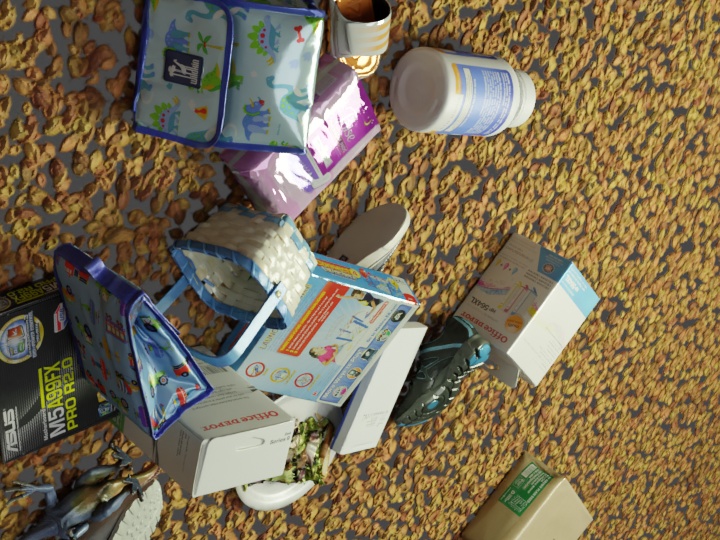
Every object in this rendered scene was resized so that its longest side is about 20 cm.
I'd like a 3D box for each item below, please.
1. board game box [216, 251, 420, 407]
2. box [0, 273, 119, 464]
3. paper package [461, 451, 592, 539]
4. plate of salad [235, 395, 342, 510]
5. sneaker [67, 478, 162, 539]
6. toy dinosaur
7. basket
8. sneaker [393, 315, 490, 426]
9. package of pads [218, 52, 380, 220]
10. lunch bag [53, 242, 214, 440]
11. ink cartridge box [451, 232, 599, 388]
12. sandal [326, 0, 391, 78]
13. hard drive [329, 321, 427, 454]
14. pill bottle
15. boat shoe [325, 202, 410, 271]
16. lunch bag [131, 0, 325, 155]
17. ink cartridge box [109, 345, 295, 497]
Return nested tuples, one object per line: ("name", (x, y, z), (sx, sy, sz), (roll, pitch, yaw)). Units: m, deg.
("board game box", (-0.056, 0.079, 1.755), (0.195, 0.056, 0.200), (17, 121, -39))
("box", (-0.361, 0.106, 1.541), (0.160, 0.044, 0.201), (-22, 128, -37))
("paper package", (0.299, 0.461, 2.386), (0.200, 0.103, 0.191), (-48, 139, -11))
("plate of salad", (-0.095, 0.260, 1.905), (0.199, 0.048, 0.201), (-25, 130, -33))
("sneaker", (-0.328, 0.341, 1.704), (0.200, 0.080, 0.077), (-54, 141, -38))
("toy dinosaur", (-0.349, 0.311, 1.653), (0.181, 0.105, 0.200), (-40, 153, 10))
("basket", (-0.157, 0.023, 1.599), (0.200, 0.176, 0.140), (-48, 131, -25))
("sneaker", (0.115, 0.158, 2.044), (0.200, 0.082, 0.073), (-49, 150, 18))
("package of pads", (-0.072, -0.158, 1.651), (0.200, 0.075, 0.121), (-46, 141, -15))
("lunch bag", (-0.266, 0.063, 1.462), (0.094, 0.150, 0.201), (-39, 137, -22))
("ink cartridge box", (0.250, 0.071, 2.076), (0.200, 0.128, 0.125), (-53, 139, -8))
("sandal", (0.000, -0.322, 1.635), (0.079, 0.059, 0.208), (-32, 133, -28))
("hard drive", (0.028, 0.171, 1.964), (0.132, 0.025, 0.201), (3, 111, -65))
("pill bottle", (0.143, -0.238, 1.793), (0.199, 0.112, 0.113), (-1, 115, -45))
("boat shoe", (0.000, 0.000, 1.831), (0.200, 0.075, 0.093), (-43, 142, -5))
("lunch bag", (-0.150, -0.228, 1.488), (0.198, 0.128, 0.171), (5, 108, -13))
("ink cartridge box", (-0.199, 0.182, 1.632), (0.145, 0.200, 0.085), (-8, 120, -42))
